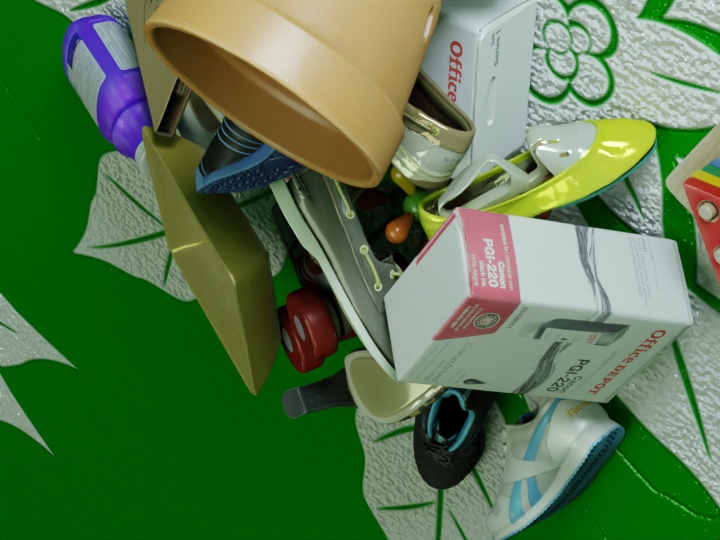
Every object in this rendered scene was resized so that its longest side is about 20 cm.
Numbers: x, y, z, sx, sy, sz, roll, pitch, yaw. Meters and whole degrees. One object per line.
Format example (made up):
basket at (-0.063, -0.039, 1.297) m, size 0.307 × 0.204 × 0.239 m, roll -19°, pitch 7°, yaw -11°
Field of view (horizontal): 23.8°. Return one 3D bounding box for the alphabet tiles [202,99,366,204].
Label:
alphabet tiles at (-0.058, -0.144, 1.441) m, size 0.200 × 0.006 × 0.166 m, roll 52°, pitch 134°, yaw 7°

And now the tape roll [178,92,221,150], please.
tape roll at (-0.130, -0.182, 1.566) m, size 0.203 × 0.037 × 0.203 m, roll 39°, pitch 136°, yaw 51°

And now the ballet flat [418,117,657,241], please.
ballet flat at (0.132, -0.075, 1.334) m, size 0.200 × 0.067 × 0.067 m, roll -28°, pitch 123°, yaw 20°

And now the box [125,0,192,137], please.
box at (-0.166, -0.242, 1.518) m, size 0.164 × 0.021 × 0.200 m, roll -62°, pitch 33°, yaw 37°

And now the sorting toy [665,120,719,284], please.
sorting toy at (0.326, -0.039, 1.222) m, size 0.199 × 0.070 × 0.200 m, roll 48°, pitch 141°, yaw 9°

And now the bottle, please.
bottle at (-0.228, -0.166, 1.660) m, size 0.200 × 0.065 × 0.084 m, roll 54°, pitch 148°, yaw 40°

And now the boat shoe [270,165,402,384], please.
boat shoe at (0.000, 0.001, 1.417) m, size 0.202 × 0.060 × 0.072 m, roll 59°, pitch -179°, yaw -12°

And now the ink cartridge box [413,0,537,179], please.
ink cartridge box at (0.040, -0.180, 1.406) m, size 0.200 × 0.084 × 0.145 m, roll 28°, pitch 134°, yaw 31°

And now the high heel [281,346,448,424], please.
high heel at (0.041, 0.097, 1.576) m, size 0.200 × 0.142 × 0.072 m, roll -12°, pitch 90°, yaw 43°

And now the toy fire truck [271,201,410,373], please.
toy fire truck at (-0.031, -0.008, 1.561) m, size 0.200 × 0.112 × 0.168 m, roll 132°, pitch 115°, yaw -75°

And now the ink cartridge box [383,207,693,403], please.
ink cartridge box at (0.140, 0.032, 1.359) m, size 0.146 × 0.200 × 0.085 m, roll 127°, pitch 142°, yaw -51°

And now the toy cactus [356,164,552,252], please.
toy cactus at (0.079, -0.027, 1.469) m, size 0.200 × 0.102 × 0.165 m, roll 23°, pitch 156°, yaw 2°

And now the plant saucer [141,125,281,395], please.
plant saucer at (-0.129, -0.015, 1.570) m, size 0.200 × 0.048 × 0.200 m, roll 57°, pitch 165°, yaw 31°

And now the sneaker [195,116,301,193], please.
sneaker at (-0.080, -0.123, 1.428) m, size 0.200 × 0.070 × 0.078 m, roll -26°, pitch 70°, yaw 51°

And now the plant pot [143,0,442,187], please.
plant pot at (-0.034, -0.171, 1.223) m, size 0.200 × 0.140 × 0.200 m, roll 32°, pitch 170°, yaw 6°

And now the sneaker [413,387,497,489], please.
sneaker at (0.079, 0.144, 1.594) m, size 0.073 × 0.082 × 0.200 m, roll 25°, pitch 136°, yaw 13°

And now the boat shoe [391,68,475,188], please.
boat shoe at (0.016, -0.158, 1.331) m, size 0.200 × 0.074 × 0.066 m, roll 48°, pitch 128°, yaw 7°

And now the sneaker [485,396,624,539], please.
sneaker at (0.163, 0.173, 1.550) m, size 0.081 × 0.076 × 0.200 m, roll 50°, pitch 136°, yaw 20°
